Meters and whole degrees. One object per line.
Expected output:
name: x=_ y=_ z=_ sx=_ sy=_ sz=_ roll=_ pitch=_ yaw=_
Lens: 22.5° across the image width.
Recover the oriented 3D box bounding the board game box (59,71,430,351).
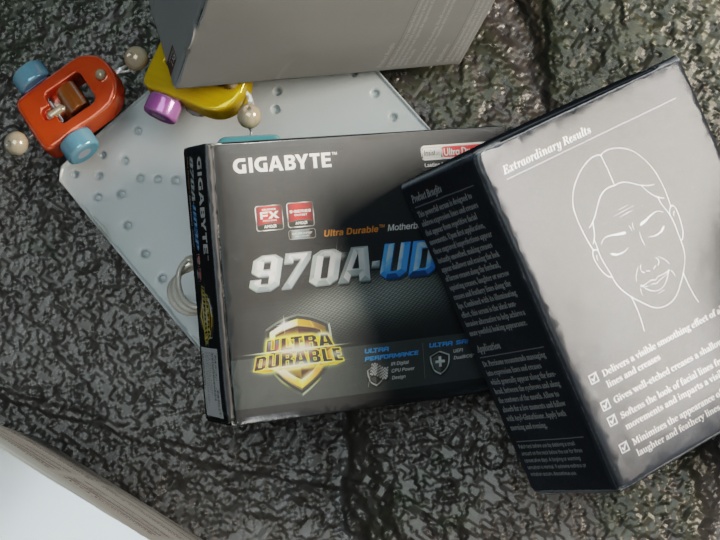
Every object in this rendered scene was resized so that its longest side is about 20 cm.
board game box: x=-0.056 y=-0.051 z=1.149 sx=0.200 sy=0.026 sz=0.200 roll=-41 pitch=78 yaw=-3

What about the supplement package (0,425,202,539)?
supplement package: x=-0.192 y=0.185 z=1.027 sx=0.150 sy=0.200 sz=0.153 roll=29 pitch=84 yaw=11

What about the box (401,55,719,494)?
box: x=0.140 y=0.005 z=1.032 sx=0.148 sy=0.107 sz=0.202 roll=-25 pitch=93 yaw=-23

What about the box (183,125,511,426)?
box: x=0.000 y=0.000 z=1.063 sx=0.198 sy=0.046 sz=0.161 roll=-5 pitch=92 yaw=-25

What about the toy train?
toy train: x=-0.118 y=-0.070 z=1.121 sx=0.150 sy=0.056 sz=0.200 roll=-40 pitch=75 yaw=-2

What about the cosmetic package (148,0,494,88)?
cosmetic package: x=-0.021 y=-0.177 z=1.086 sx=0.198 sy=0.107 sz=0.091 roll=-4 pitch=62 yaw=-24
